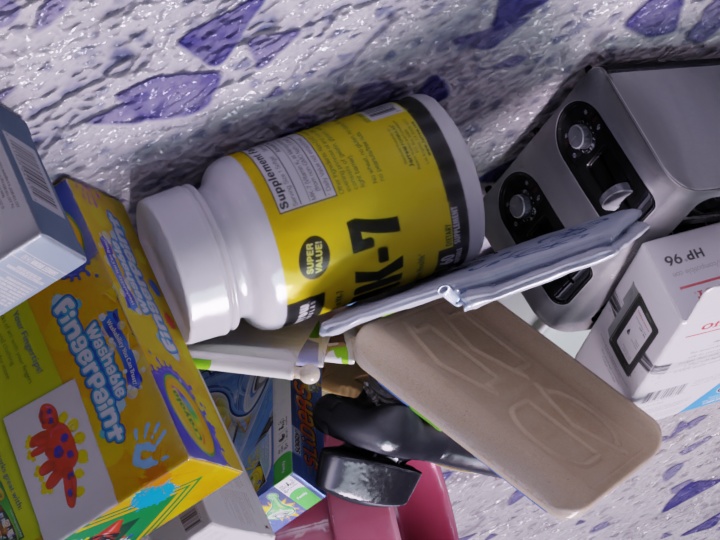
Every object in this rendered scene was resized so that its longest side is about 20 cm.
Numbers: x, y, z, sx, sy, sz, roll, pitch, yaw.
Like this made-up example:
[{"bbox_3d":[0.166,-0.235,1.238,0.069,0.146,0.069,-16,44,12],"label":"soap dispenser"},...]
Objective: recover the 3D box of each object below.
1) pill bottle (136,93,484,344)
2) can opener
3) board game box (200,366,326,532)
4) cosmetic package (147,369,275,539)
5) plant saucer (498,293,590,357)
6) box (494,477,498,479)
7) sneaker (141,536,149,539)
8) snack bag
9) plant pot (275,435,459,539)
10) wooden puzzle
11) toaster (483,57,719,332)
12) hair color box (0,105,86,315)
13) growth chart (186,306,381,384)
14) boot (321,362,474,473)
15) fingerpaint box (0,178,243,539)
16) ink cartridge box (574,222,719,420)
[{"bbox_3d":[-0.032,-0.030,1.593,0.199,0.115,0.114,-19,155,-16],"label":"pill bottle"},{"bbox_3d":[0.050,0.115,1.694,0.199,0.063,0.079,7,111,-39],"label":"can opener"},{"bbox_3d":[-0.085,0.112,1.738,0.135,0.200,0.034,-38,122,24],"label":"board game box"},{"bbox_3d":[-0.131,0.095,1.638,0.051,0.201,0.082,-36,154,19],"label":"cosmetic package"},{"bbox_3d":[0.163,0.060,1.924,0.199,0.050,0.201,-7,117,-14],"label":"plant saucer"},{"bbox_3d":[0.176,0.074,2.038,0.199,0.096,0.100,-23,155,-7],"label":"box"},{"bbox_3d":[-0.141,0.159,1.911,0.097,0.071,0.201,12,126,-10],"label":"sneaker"},{"bbox_3d":[0.079,0.004,1.603,0.199,0.021,0.189,-18,-177,13],"label":"snack bag"},{"bbox_3d":[-0.029,0.218,2.030,0.178,0.201,0.200,-16,159,14],"label":"plant pot"},{"bbox_3d":[0.095,0.091,1.674,0.046,0.185,0.200,-58,167,21],"label":"wooden puzzle"},{"bbox_3d":[0.209,-0.057,1.778,0.199,0.119,0.181,-7,151,-38],"label":"toaster"},{"bbox_3d":[-0.265,-0.002,1.430,0.200,0.099,0.061,-31,157,10],"label":"hair color box"},{"bbox_3d":[-0.061,0.041,1.653,0.144,0.018,0.200,8,-168,10],"label":"growth chart"},{"bbox_3d":[0.041,0.097,1.851,0.073,0.199,0.155,-64,156,-4],"label":"boot"},{"bbox_3d":[-0.188,0.075,1.542,0.167,0.201,0.073,-34,156,15],"label":"fingerpaint box"},{"bbox_3d":[0.236,0.024,1.737,0.116,0.068,0.200,-15,155,-23],"label":"ink cartridge box"}]
